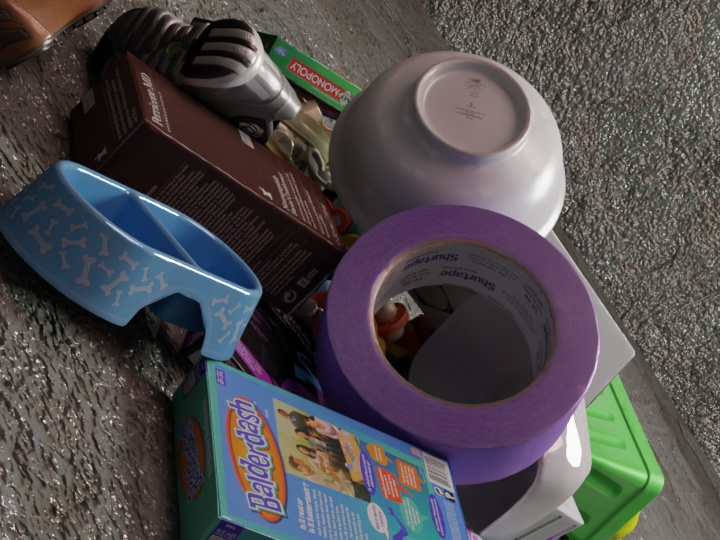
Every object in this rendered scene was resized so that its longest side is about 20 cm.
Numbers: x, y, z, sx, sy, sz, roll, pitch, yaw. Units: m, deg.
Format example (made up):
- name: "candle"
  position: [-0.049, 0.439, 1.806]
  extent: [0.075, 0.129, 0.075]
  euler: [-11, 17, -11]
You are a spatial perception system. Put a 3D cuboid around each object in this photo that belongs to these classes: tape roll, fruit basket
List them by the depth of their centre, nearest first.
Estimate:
- name: "tape roll"
  position: [0.069, 0.052, 1.160]
  extent: [0.066, 0.200, 0.200]
  euler: [104, -35, -57]
- name: "fruit basket"
  position: [0.272, 0.226, 1.811]
  extent: [0.216, 0.156, 0.216]
  euler: [34, 25, -18]

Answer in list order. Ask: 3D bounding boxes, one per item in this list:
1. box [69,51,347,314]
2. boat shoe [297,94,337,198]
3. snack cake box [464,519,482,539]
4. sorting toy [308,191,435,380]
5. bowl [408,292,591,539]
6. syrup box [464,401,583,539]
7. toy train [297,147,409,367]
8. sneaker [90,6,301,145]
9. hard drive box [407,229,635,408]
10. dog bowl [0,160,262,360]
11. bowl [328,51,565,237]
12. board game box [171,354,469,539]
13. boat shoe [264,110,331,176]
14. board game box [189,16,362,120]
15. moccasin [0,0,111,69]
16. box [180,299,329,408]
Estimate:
- name: "box"
  position: [-0.110, -0.062, 1.159]
  extent: [0.200, 0.075, 0.100]
  euler: [32, 22, -34]
- name: "boat shoe"
  position: [-0.064, -0.121, 1.408]
  extent: [0.200, 0.072, 0.076]
  euler: [22, -2, -26]
- name: "snack cake box"
  position: [0.057, 0.234, 1.176]
  extent: [0.200, 0.067, 0.115]
  euler: [50, 17, -26]
- name: "sorting toy"
  position: [0.009, 0.031, 1.450]
  extent: [0.199, 0.070, 0.200]
  euler: [31, 29, -61]
- name: "bowl"
  position: [0.117, 0.123, 1.287]
  extent: [0.075, 0.200, 0.200]
  euler: [9, 58, -24]
- name: "syrup box"
  position: [0.123, 0.196, 1.457]
  extent: [0.200, 0.081, 0.079]
  euler: [38, 26, -55]
- name: "toy train"
  position: [0.000, 0.000, 1.280]
  extent: [0.150, 0.056, 0.200]
  euler: [54, 29, -54]
- name: "sneaker"
  position: [-0.120, -0.139, 1.229]
  extent: [0.200, 0.075, 0.115]
  euler: [18, -19, 49]
- name: "hard drive box"
  position: [0.124, 0.021, 1.402]
  extent: [0.200, 0.077, 0.156]
  euler: [53, -24, -16]
- name: "dog bowl"
  position: [-0.136, -0.008, 0.994]
  extent: [0.111, 0.050, 0.200]
  euler: [47, 12, 35]
- name: "bowl"
  position: [0.080, -0.106, 1.273]
  extent: [0.201, 0.201, 0.090]
  euler: [63, -23, 23]
- name: "board game box"
  position: [-0.021, 0.149, 1.004]
  extent: [0.200, 0.045, 0.152]
  euler: [27, 27, -24]
- name: "boat shoe"
  position: [-0.114, -0.132, 1.314]
  extent: [0.200, 0.063, 0.073]
  euler: [32, -17, -10]
- name: "board game box"
  position: [-0.071, -0.183, 1.474]
  extent: [0.135, 0.029, 0.200]
  euler: [30, -2, -29]
- name: "moccasin"
  position: [-0.233, -0.203, 1.144]
  extent: [0.078, 0.074, 0.201]
  euler: [62, 22, -15]
- name: "box"
  position: [-0.065, 0.071, 1.180]
  extent: [0.143, 0.036, 0.200]
  euler: [54, 13, -15]
